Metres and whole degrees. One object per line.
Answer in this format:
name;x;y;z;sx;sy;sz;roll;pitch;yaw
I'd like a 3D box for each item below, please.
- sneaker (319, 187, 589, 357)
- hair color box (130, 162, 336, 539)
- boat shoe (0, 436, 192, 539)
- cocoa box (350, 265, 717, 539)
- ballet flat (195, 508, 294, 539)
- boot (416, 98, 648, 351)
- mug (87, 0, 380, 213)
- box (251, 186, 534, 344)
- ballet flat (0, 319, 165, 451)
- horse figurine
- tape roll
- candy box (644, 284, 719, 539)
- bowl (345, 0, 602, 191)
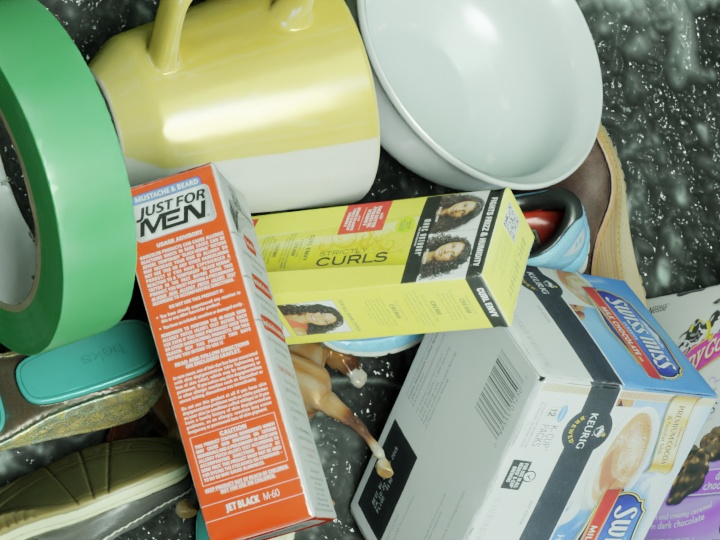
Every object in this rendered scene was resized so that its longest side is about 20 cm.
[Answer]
sneaker;0.053;-0.012;1.286;0.199;0.090;0.079;-20;67;-12
hair color box;-0.074;0.051;1.140;0.064;0.111;0.201;-16;81;4
boat shoe;-0.185;0.158;1.164;0.200;0.072;0.066;-22;111;-8
cocoa box;0.102;0.113;1.255;0.131;0.134;0.201;8;119;-28
ballet flat;-0.068;0.233;1.236;0.069;0.069;0.201;12;75;-26
boot;0.098;-0.026;1.366;0.166;0.072;0.201;-13;79;-23
mug;-0.090;-0.115;1.235;0.152;0.149;0.188;-15;114;-21
box;0.000;0.000;1.218;0.050;0.199;0.076;57;39;-40
ballet flat;-0.206;0.080;1.180;0.199;0.071;0.071;-14;88;-18
horse figurine;-0.073;0.093;1.246;0.199;0.050;0.133;-11;52;-20
tape roll;-0.194;-0.054;1.135;0.048;0.200;0.201;-20;91;-31
candy box;0.245;0.111;1.365;0.071;0.168;0.201;25;70;-25
bowl;0.056;-0.132;1.330;0.200;0.090;0.202;16;61;-32
